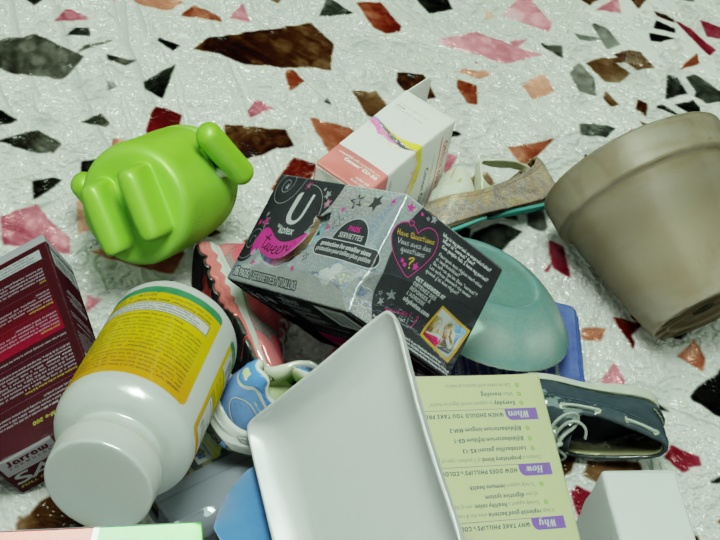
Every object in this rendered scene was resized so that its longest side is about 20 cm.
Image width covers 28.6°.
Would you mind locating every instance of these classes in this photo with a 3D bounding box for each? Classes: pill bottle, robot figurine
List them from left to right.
[{"bbox_3d":[-0.172,0.105,1.099,0.111,0.114,0.201,16,33,2],"label":"pill bottle"},{"bbox_3d":[-0.190,-0.075,1.357,0.117,0.174,0.200,66,23,-6],"label":"robot figurine"}]

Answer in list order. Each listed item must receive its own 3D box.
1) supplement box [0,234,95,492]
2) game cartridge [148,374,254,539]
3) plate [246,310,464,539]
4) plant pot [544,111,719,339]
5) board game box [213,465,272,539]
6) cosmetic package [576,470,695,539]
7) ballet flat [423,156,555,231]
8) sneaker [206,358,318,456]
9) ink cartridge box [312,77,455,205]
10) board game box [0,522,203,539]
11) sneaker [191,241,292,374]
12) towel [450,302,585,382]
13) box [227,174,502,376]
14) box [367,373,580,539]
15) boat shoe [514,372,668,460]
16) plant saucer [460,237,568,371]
[{"bbox_3d":[-0.285,0.078,1.231,0.108,0.061,0.201,-28,54,2],"label":"supplement box"},{"bbox_3d":[-0.155,0.144,1.247,0.132,0.041,0.200,-21,56,-33],"label":"game cartridge"},{"bbox_3d":[-0.003,0.164,1.080,0.032,0.200,0.201,10,52,-39],"label":"plate"},{"bbox_3d":[0.309,-0.034,1.426,0.198,0.200,0.175,-13,68,-23],"label":"plant pot"},{"bbox_3d":[-0.032,0.248,1.170,0.157,0.039,0.201,-19,68,-36],"label":"board game box"},{"bbox_3d":[0.240,0.277,1.169,0.070,0.102,0.202,1,49,-12],"label":"cosmetic package"},{"bbox_3d":[0.121,-0.079,1.484,0.198,0.068,0.068,-16,88,-34],"label":"ballet flat"},{"bbox_3d":[-0.038,0.127,1.229,0.198,0.077,0.076,12,37,-38],"label":"sneaker"},{"bbox_3d":[0.031,-0.102,1.454,0.067,0.117,0.200,33,50,19],"label":"ink cartridge box"},{"bbox_3d":[-0.223,0.235,1.066,0.197,0.153,0.041,-1,64,-13],"label":"board game box"},{"bbox_3d":[-0.092,0.043,1.326,0.086,0.074,0.201,-10,51,-23],"label":"sneaker"},{"bbox_3d":[0.128,0.061,1.365,0.198,0.024,0.146,18,45,-14],"label":"towel"},{"bbox_3d":[0.000,0.000,1.231,0.199,0.132,0.116,12,70,54],"label":"box"},{"bbox_3d":[0.074,0.195,1.156,0.174,0.097,0.202,1,63,-27],"label":"box"},{"bbox_3d":[0.187,0.144,1.298,0.197,0.075,0.062,7,38,-14],"label":"boat shoe"},{"bbox_3d":[0.116,0.017,1.345,0.199,0.039,0.202,19,30,-12],"label":"plant saucer"}]
